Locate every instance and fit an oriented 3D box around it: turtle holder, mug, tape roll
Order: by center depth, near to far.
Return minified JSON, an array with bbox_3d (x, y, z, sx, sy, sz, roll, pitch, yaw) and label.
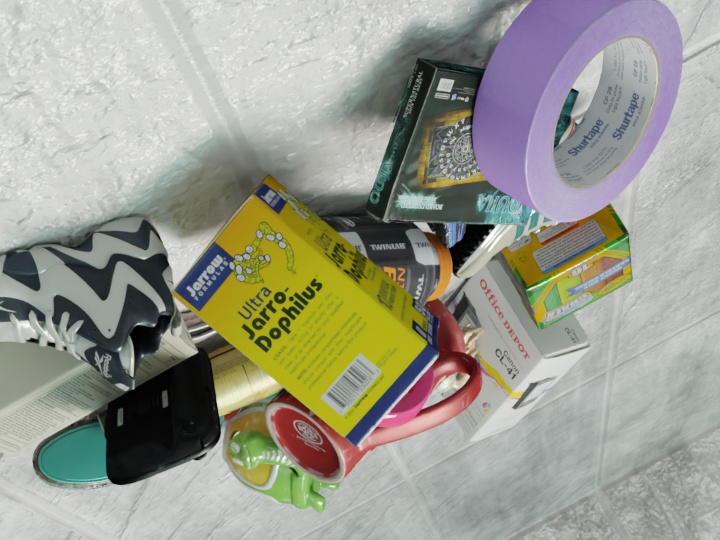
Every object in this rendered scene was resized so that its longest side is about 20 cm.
[{"bbox_3d":[0.187,-0.145,1.088,0.199,0.065,0.201,-28,135,-32],"label":"tape roll"},{"bbox_3d":[0.014,0.114,1.328,0.200,0.134,0.177,-42,-165,-33],"label":"mug"},{"bbox_3d":[-0.094,0.211,1.480,0.186,0.131,0.142,-62,160,-61],"label":"turtle holder"}]

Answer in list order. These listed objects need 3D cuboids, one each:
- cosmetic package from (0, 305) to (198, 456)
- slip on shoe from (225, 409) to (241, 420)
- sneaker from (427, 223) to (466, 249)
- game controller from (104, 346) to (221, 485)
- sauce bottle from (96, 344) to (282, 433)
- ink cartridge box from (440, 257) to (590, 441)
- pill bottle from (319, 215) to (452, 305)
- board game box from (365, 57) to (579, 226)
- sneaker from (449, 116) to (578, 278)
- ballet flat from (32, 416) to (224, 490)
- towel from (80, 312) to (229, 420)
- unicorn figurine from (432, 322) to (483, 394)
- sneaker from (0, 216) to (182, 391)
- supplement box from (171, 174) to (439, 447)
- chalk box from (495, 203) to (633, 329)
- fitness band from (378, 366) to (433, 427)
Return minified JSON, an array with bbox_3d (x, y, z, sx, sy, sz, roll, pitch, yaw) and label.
[{"bbox_3d":[-0.257,0.079,1.130,0.199,0.073,0.104,-30,157,0],"label":"cosmetic package"},{"bbox_3d":[-0.219,0.185,1.410,0.199,0.061,0.074,-19,154,-26],"label":"slip on shoe"},{"bbox_3d":[0.095,-0.087,1.200,0.078,0.076,0.200,-27,159,-13],"label":"sneaker"},{"bbox_3d":[-0.180,0.127,1.145,0.104,0.042,0.200,-30,-159,1],"label":"game controller"},{"bbox_3d":[-0.161,0.120,1.260,0.199,0.065,0.065,-22,156,-14],"label":"sauce bottle"},{"bbox_3d":[0.169,0.093,1.556,0.085,0.148,0.200,-14,152,-33],"label":"ink cartridge box"},{"bbox_3d":[0.000,0.000,1.223,0.199,0.107,0.106,-4,147,-46],"label":"pill bottle"},{"bbox_3d":[0.099,-0.105,1.099,0.199,0.028,0.136,0,117,-46],"label":"board game box"},{"bbox_3d":[0.173,-0.058,1.270,0.093,0.070,0.200,29,109,-23],"label":"sneaker"},{"bbox_3d":[-0.236,0.174,1.294,0.199,0.075,0.074,-12,152,-23],"label":"ballet flat"},{"bbox_3d":[-0.193,0.103,1.310,0.199,0.032,0.191,-19,155,-22],"label":"towel"},{"bbox_3d":[0.043,0.116,1.516,0.198,0.074,0.138,5,124,7],"label":"unicorn figurine"},{"bbox_3d":[-0.234,0.049,1.023,0.198,0.130,0.080,-19,154,-22],"label":"sneaker"},{"bbox_3d":[-0.041,0.031,1.068,0.110,0.200,0.109,-49,-174,12],"label":"supplement box"},{"bbox_3d":[0.216,-0.025,1.397,0.124,0.124,0.200,-30,157,4],"label":"chalk box"},{"bbox_3d":[-0.019,0.072,1.237,0.038,0.199,0.144,-58,176,32],"label":"fitness band"}]
